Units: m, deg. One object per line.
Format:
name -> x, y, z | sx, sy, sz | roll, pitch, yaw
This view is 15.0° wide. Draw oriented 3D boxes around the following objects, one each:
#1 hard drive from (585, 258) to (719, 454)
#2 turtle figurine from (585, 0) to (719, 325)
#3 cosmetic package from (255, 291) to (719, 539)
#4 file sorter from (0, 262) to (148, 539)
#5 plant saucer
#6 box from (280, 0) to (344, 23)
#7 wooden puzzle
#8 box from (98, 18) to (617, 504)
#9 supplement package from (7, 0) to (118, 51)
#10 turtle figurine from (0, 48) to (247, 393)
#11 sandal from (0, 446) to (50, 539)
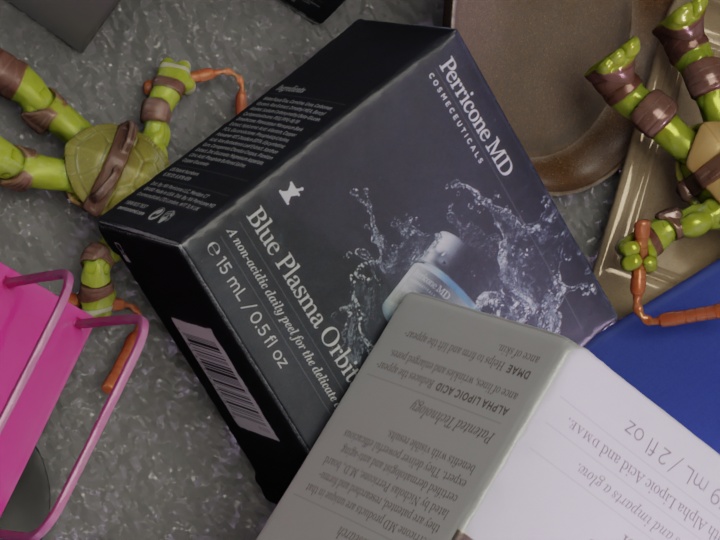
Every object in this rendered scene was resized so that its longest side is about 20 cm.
hard drive -> 0.206, 0.060, 1.553 | 0.199, 0.025, 0.132 | -31, 50, -9
turtle figurine -> 0.213, -0.072, 1.568 | 0.199, 0.064, 0.162 | -32, 87, -1
cosmetic package -> 0.067, 0.145, 1.387 | 0.164, 0.165, 0.201 | 36, 80, -29
file sorter -> -0.228, 0.035, 1.385 | 0.199, 0.125, 0.140 | 32, 73, -21
plant saucer -> 0.112, -0.145, 1.578 | 0.199, 0.032, 0.202 | -12, 107, -43
box -> -0.006, -0.244, 1.512 | 0.104, 0.200, 0.149 | 32, 74, -9
wooden puzzle -> 0.242, -0.046, 1.636 | 0.184, 0.037, 0.201 | 19, 86, -13
box -> 0.000, 0.000, 1.492 | 0.200, 0.117, 0.197 | -39, 112, -19
supplement package -> -0.151, -0.218, 1.466 | 0.121, 0.200, 0.120 | 35, 75, -8
turtle figurine -> -0.150, -0.047, 1.511 | 0.160, 0.064, 0.201 | 24, 76, -11
sandal -> -0.237, 0.168, 1.464 | 0.076, 0.043, 0.200 | 43, 73, -6
